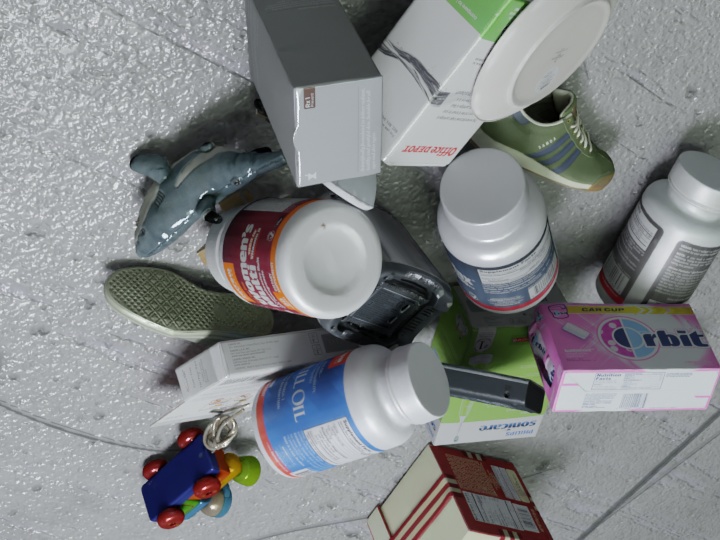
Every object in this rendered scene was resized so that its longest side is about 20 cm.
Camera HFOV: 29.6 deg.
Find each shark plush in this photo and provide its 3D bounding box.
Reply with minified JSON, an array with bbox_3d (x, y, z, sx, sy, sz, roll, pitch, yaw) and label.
[{"bbox_3d":[-0.141,-0.073,1.340,0.198,0.084,0.091,-12,145,24],"label":"shark plush"}]

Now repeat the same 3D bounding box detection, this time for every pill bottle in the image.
[{"bbox_3d":[0.146,-0.045,1.470,0.119,0.120,0.200,-26,151,1],"label":"pill bottle"},{"bbox_3d":[-0.071,-0.016,1.317,0.109,0.200,0.111,-2,94,-29],"label":"pill bottle"},{"bbox_3d":[-0.009,0.143,1.452,0.199,0.113,0.112,-22,140,29],"label":"pill bottle"},{"bbox_3d":[0.367,-0.037,1.610,0.110,0.111,0.201,4,129,-26],"label":"pill bottle"}]

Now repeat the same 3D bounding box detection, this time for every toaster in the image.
[{"bbox_3d":[0.000,0.000,1.454,0.114,0.130,0.199,-44,148,18],"label":"toaster"}]

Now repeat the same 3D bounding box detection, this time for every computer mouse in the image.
[{"bbox_3d":[-0.030,-0.118,1.309,0.109,0.200,0.044,30,101,-35],"label":"computer mouse"}]

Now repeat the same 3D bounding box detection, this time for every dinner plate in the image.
[{"bbox_3d":[0.186,-0.215,1.317,0.200,0.024,0.200,-37,161,-15],"label":"dinner plate"}]

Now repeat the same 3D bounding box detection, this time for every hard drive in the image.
[{"bbox_3d":[0.101,0.125,1.540,0.198,0.033,0.140,10,174,16],"label":"hard drive"}]

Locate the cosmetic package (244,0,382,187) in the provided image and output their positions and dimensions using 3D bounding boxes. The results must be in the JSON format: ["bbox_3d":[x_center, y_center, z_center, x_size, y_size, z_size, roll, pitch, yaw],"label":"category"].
[{"bbox_3d":[-0.045,-0.177,1.239,0.089,0.201,0.107,-12,133,-15],"label":"cosmetic package"}]

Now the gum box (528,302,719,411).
[{"bbox_3d":[0.295,0.098,1.561,0.198,0.114,0.067,0,129,-11],"label":"gum box"}]

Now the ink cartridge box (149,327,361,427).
[{"bbox_3d":[-0.123,0.119,1.554,0.199,0.045,0.176,-5,161,-42],"label":"ink cartridge box"}]

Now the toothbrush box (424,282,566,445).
[{"bbox_3d":[0.164,0.114,1.680,0.144,0.086,0.201,-3,131,-20],"label":"toothbrush box"}]

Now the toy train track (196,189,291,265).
[{"bbox_3d":[-0.114,-0.027,1.473,0.114,0.033,0.200,-31,141,-4],"label":"toy train track"}]

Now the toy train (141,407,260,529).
[{"bbox_3d":[-0.163,0.235,1.647,0.200,0.085,0.115,-42,144,25],"label":"toy train"}]

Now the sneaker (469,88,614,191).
[{"bbox_3d":[0.213,-0.150,1.469,0.199,0.067,0.090,15,129,-29],"label":"sneaker"}]

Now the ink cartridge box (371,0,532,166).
[{"bbox_3d":[0.089,-0.202,1.319,0.200,0.084,0.145,-50,159,23],"label":"ink cartridge box"}]

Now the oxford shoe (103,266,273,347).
[{"bbox_3d":[-0.190,0.047,1.483,0.199,0.076,0.058,14,151,-32],"label":"oxford shoe"}]

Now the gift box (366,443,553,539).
[{"bbox_3d":[0.141,0.373,1.839,0.199,0.185,0.187,21,118,-29],"label":"gift box"}]
